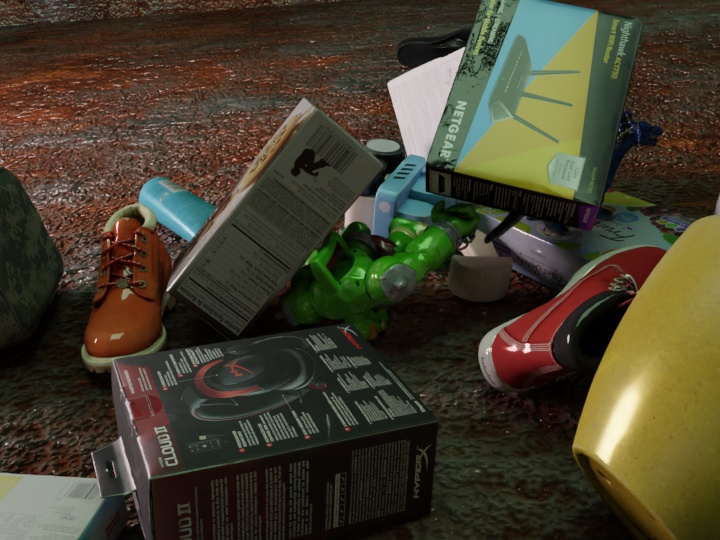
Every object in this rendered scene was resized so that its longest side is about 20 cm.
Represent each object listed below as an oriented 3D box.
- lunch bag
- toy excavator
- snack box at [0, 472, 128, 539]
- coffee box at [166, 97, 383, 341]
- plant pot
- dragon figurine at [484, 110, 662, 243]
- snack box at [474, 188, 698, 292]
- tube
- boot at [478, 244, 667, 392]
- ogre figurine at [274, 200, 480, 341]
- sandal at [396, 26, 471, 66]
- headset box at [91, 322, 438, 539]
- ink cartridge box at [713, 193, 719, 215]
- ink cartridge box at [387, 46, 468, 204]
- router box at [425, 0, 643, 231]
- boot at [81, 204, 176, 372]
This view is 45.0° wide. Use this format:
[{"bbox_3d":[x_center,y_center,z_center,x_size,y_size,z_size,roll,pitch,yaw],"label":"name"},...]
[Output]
[{"bbox_3d":[-0.396,0.006,0.820,0.167,0.140,0.200,-23,25,1],"label":"lunch bag"},{"bbox_3d":[0.071,-0.050,0.896,0.199,0.100,0.195,13,31,16],"label":"toy excavator"},{"bbox_3d":[-0.262,0.174,0.539,0.199,0.037,0.116,1,24,12],"label":"snack box"},{"bbox_3d":[-0.079,-0.048,0.774,0.200,0.080,0.113,-50,16,7],"label":"coffee box"},{"bbox_3d":[0.204,0.092,0.481,0.142,0.200,0.200,-40,32,-6],"label":"plant pot"},{"bbox_3d":[0.189,-0.091,0.812,0.199,0.100,0.059,-16,27,-17],"label":"dragon figurine"},{"bbox_3d":[0.228,-0.030,0.855,0.142,0.053,0.200,-21,29,-26],"label":"snack box"},{"bbox_3d":[-0.188,-0.057,1.009,0.077,0.051,0.200,-27,37,-31],"label":"tube"},{"bbox_3d":[0.201,0.027,0.649,0.199,0.073,0.144,-28,-1,-27],"label":"boot"},{"bbox_3d":[0.000,0.000,0.780,0.199,0.099,0.120,5,32,26],"label":"ogre figurine"},{"bbox_3d":[0.171,-0.426,1.703,0.199,0.075,0.048,-7,49,13],"label":"sandal"},{"bbox_3d":[-0.071,0.109,0.570,0.199,0.075,0.149,-7,24,-22],"label":"headset box"},{"bbox_3d":[0.296,-0.017,0.597,0.083,0.200,0.146,4,69,16],"label":"ink cartridge box"},{"bbox_3d":[0.110,-0.152,0.940,0.050,0.163,0.200,-20,7,-25],"label":"ink cartridge box"},{"bbox_3d":[0.154,-0.146,0.767,0.148,0.051,0.201,14,67,11],"label":"router box"},{"bbox_3d":[-0.216,0.013,0.794,0.075,0.108,0.200,-5,27,-3],"label":"boot"}]
